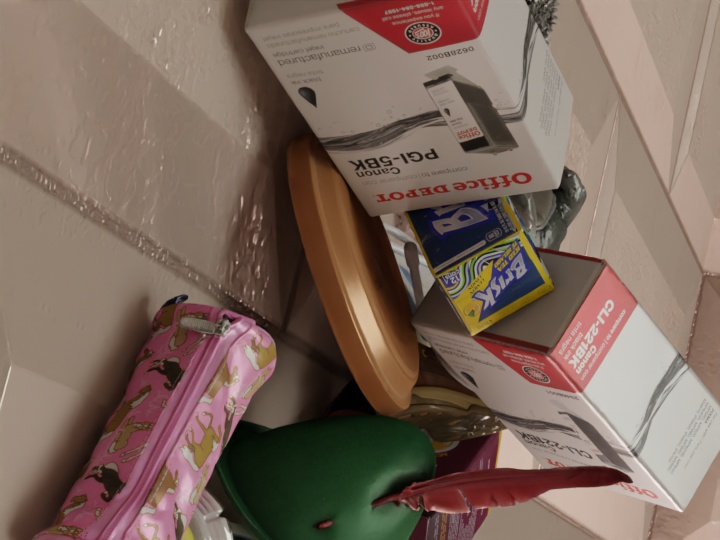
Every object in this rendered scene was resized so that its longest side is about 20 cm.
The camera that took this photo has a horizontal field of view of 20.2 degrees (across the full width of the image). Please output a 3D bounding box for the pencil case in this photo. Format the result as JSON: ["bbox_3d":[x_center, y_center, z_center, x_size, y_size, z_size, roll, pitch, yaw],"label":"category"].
[{"bbox_3d":[-0.118,0.107,1.157,0.087,0.082,0.201,62,39,-37],"label":"pencil case"}]

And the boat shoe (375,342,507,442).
[{"bbox_3d":[0.071,0.090,1.561,0.200,0.072,0.068,19,56,-60],"label":"boat shoe"}]

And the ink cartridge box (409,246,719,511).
[{"bbox_3d":[0.153,0.073,1.439,0.200,0.144,0.084,46,69,-36],"label":"ink cartridge box"}]

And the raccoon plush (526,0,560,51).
[{"bbox_3d":[0.107,-0.196,1.697,0.200,0.096,0.135,-36,141,-55],"label":"raccoon plush"}]

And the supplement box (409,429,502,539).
[{"bbox_3d":[0.031,0.183,1.614,0.200,0.110,0.086,-41,141,-63],"label":"supplement box"}]

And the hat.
[{"bbox_3d":[0.029,0.112,1.342,0.176,0.166,0.200,-45,138,16],"label":"hat"}]

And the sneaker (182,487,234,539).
[{"bbox_3d":[-0.117,0.233,1.207,0.090,0.078,0.201,-12,91,-35],"label":"sneaker"}]

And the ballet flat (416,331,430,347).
[{"bbox_3d":[0.032,0.062,1.618,0.200,0.068,0.068,45,55,-69],"label":"ballet flat"}]

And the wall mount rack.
[{"bbox_3d":[0.054,-0.003,1.527,0.173,0.200,0.075,24,115,-39],"label":"wall mount rack"}]

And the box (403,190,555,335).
[{"bbox_3d":[0.066,-0.048,1.409,0.064,0.070,0.200,57,7,-38],"label":"box"}]

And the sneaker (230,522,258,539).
[{"bbox_3d":[-0.071,0.204,1.407,0.200,0.072,0.073,45,23,-62],"label":"sneaker"}]

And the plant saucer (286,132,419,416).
[{"bbox_3d":[0.000,0.000,1.390,0.200,0.032,0.202,-19,90,-80],"label":"plant saucer"}]

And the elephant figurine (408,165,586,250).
[{"bbox_3d":[0.096,-0.074,1.689,0.141,0.155,0.200,-44,147,1],"label":"elephant figurine"}]

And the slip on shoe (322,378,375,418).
[{"bbox_3d":[-0.012,0.136,1.513,0.200,0.074,0.062,-56,160,-64],"label":"slip on shoe"}]

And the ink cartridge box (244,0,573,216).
[{"bbox_3d":[0.036,-0.132,1.303,0.200,0.146,0.083,54,36,-45],"label":"ink cartridge box"}]
